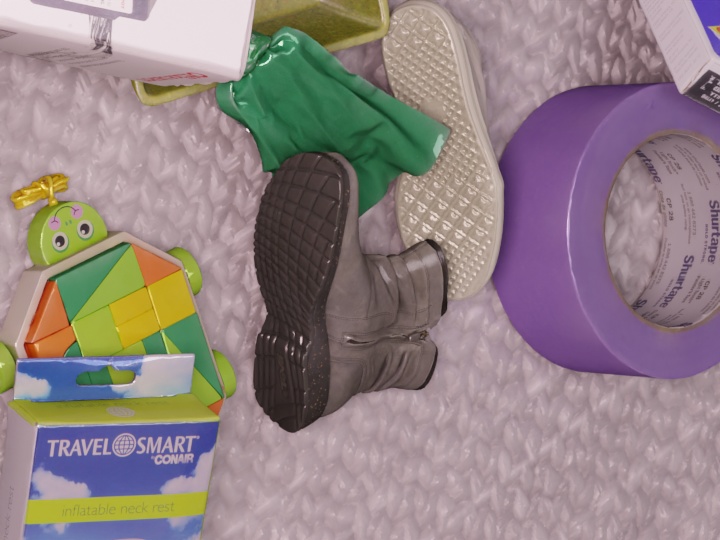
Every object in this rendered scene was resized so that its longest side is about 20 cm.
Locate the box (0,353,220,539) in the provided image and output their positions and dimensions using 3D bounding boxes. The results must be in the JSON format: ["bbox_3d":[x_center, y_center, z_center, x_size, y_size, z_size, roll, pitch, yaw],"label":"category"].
[{"bbox_3d":[-0.153,0.151,1.659,0.122,0.048,0.201,-1,109,-31],"label":"box"}]

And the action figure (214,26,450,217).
[{"bbox_3d":[-0.037,-0.099,1.734,0.118,0.055,0.200,-43,144,3],"label":"action figure"}]

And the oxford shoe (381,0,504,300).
[{"bbox_3d":[0.057,-0.081,1.848,0.058,0.075,0.201,-42,124,-70],"label":"oxford shoe"}]

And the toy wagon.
[{"bbox_3d":[-0.156,0.039,1.697,0.155,0.040,0.201,-28,108,-35],"label":"toy wagon"}]

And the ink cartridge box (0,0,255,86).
[{"bbox_3d":[-0.171,-0.163,1.578,0.199,0.145,0.085,11,88,-20],"label":"ink cartridge box"}]

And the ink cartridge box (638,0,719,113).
[{"bbox_3d":[0.270,-0.170,1.983,0.198,0.043,0.200,22,38,-36],"label":"ink cartridge box"}]

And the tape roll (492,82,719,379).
[{"bbox_3d":[0.187,-0.028,1.936,0.200,0.085,0.201,-1,92,-39],"label":"tape roll"}]

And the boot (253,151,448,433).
[{"bbox_3d":[0.000,0.000,1.782,0.130,0.068,0.201,-21,131,-38],"label":"boot"}]

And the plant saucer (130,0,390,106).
[{"bbox_3d":[-0.088,-0.219,1.738,0.199,0.048,0.201,-20,104,-36],"label":"plant saucer"}]
